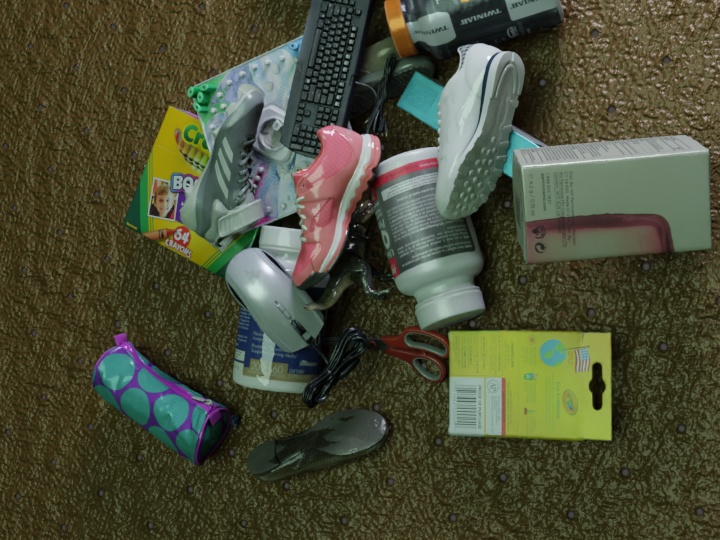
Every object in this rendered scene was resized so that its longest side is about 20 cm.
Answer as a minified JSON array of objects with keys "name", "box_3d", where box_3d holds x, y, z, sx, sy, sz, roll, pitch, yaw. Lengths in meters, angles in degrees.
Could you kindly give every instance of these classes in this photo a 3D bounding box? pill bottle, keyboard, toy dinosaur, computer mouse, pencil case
[{"name":"pill bottle","box_3d":[-0.096,0.048,1.635,0.110,0.111,0.202,7,91,26]},{"name":"pill bottle","box_3d":[0.083,-0.036,1.551,0.110,0.111,0.201,-21,78,24]},{"name":"keyboard","box_3d":[-0.018,-0.229,1.563,0.126,0.021,0.202,12,89,3]},{"name":"toy dinosaur","box_3d":[0.000,0.000,1.591,0.088,0.201,0.048,24,136,0]},{"name":"computer mouse","box_3d":[-0.086,0.059,1.558,0.110,0.044,0.200,-43,95,-2]},{"name":"pill bottle","box_3d":[0.130,-0.312,1.523,0.199,0.106,0.107,-16,81,12]},{"name":"pencil case","box_3d":[-0.263,0.172,1.727,0.199,0.085,0.093,30,116,24]}]

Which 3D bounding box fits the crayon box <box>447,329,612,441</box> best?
[{"name":"crayon box","box_3d":[0.202,0.133,1.519,0.199,0.051,0.128,0,88,27]}]

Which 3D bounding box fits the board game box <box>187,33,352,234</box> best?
[{"name":"board game box","box_3d":[-0.109,-0.170,1.623,0.199,0.026,0.201,-20,86,25]}]

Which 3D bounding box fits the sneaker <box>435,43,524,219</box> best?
[{"name":"sneaker","box_3d":[0.121,-0.157,1.478,0.080,0.076,0.201,20,93,37]}]

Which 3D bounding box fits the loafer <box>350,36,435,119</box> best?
[{"name":"loafer","box_3d":[0.000,-0.244,1.631,0.199,0.075,0.070,-16,67,22]}]

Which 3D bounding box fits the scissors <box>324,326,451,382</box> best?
[{"name":"scissors","box_3d":[0.026,0.085,1.614,0.199,0.014,0.074,17,127,28]}]

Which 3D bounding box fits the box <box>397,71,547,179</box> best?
[{"name":"box","box_3d":[0.146,-0.163,1.543,0.200,0.082,0.049,36,104,23]}]

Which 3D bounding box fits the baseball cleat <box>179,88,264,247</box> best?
[{"name":"baseball cleat","box_3d":[-0.147,-0.120,1.602,0.106,0.070,0.201,36,118,12]}]

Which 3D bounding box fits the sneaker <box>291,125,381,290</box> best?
[{"name":"sneaker","box_3d":[-0.050,-0.078,1.533,0.086,0.074,0.201,22,93,-14]}]

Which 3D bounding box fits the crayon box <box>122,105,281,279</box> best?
[{"name":"crayon box","box_3d":[-0.197,-0.099,1.720,0.199,0.058,0.174,26,99,24]}]

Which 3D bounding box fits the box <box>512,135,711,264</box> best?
[{"name":"box","box_3d":[0.269,-0.078,1.408,0.198,0.128,0.110,-4,103,4]}]

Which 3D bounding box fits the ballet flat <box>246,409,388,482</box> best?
[{"name":"ballet flat","box_3d":[-0.051,0.227,1.647,0.199,0.046,0.068,-21,48,18]}]
